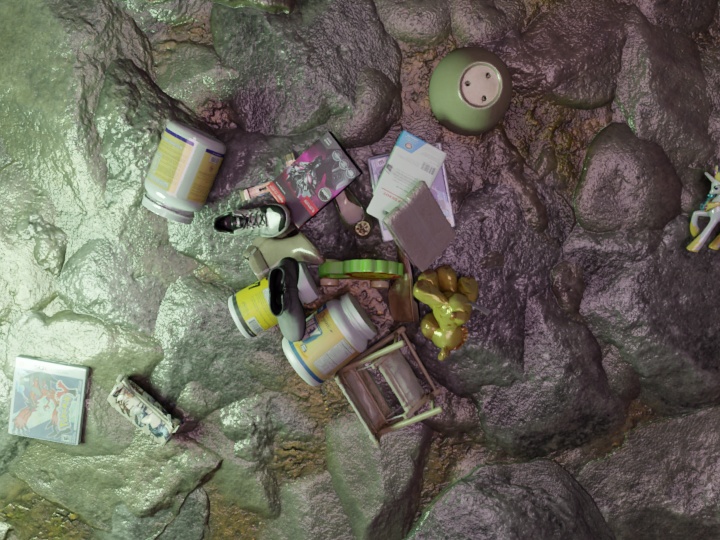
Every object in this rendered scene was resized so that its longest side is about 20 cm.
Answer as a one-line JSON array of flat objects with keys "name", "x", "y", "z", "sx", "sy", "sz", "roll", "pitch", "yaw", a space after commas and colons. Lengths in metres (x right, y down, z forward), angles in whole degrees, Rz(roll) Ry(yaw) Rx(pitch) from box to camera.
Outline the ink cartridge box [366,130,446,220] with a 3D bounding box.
[{"name": "ink cartridge box", "x": 0.102, "y": -0.204, "z": 1.576, "sx": 0.114, "sy": 0.068, "sz": 0.203, "roll": 26, "pitch": 98, "yaw": -6}]

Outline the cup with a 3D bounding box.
[{"name": "cup", "x": 0.258, "y": -0.410, "z": 1.545, "sx": 0.195, "sy": 0.143, "sz": 0.205, "roll": 0, "pitch": 99, "yaw": 0}]

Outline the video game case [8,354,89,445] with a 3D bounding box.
[{"name": "video game case", "x": -0.782, "y": 0.326, "z": 1.714, "sx": 0.178, "sy": 0.023, "sz": 0.205, "roll": 10, "pitch": 99, "yaw": -2}]

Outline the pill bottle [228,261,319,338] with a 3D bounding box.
[{"name": "pill bottle", "x": -0.205, "y": 0.068, "z": 1.632, "sx": 0.197, "sy": 0.114, "sz": 0.116, "roll": -28, "pitch": 98, "yaw": 3}]

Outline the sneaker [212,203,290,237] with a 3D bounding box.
[{"name": "sneaker", "x": -0.254, "y": -0.108, "z": 1.579, "sx": 0.196, "sy": 0.087, "sz": 0.077, "roll": -7, "pitch": 95, "yaw": 30}]

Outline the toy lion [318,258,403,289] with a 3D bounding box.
[{"name": "toy lion", "x": 0.000, "y": 0.000, "z": 1.578, "sx": 0.195, "sy": 0.192, "sz": 0.070, "roll": 2, "pitch": 83, "yaw": 0}]

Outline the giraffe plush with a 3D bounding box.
[{"name": "giraffe plush", "x": 0.206, "y": 0.111, "z": 1.623, "sx": 0.170, "sy": 0.200, "sz": 0.165, "roll": -17, "pitch": 134, "yaw": -36}]

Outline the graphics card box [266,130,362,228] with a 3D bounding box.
[{"name": "graphics card box", "x": -0.106, "y": -0.209, "z": 1.578, "sx": 0.199, "sy": 0.051, "sz": 0.126, "roll": -38, "pitch": 92, "yaw": 11}]

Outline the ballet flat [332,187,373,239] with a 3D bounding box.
[{"name": "ballet flat", "x": -0.033, "y": -0.163, "z": 1.630, "sx": 0.067, "sy": 0.046, "sz": 0.202, "roll": -29, "pitch": 97, "yaw": 3}]

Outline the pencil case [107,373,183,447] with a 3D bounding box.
[{"name": "pencil case", "x": -0.534, "y": 0.343, "z": 1.689, "sx": 0.199, "sy": 0.078, "sz": 0.089, "roll": 42, "pitch": 122, "yaw": -6}]

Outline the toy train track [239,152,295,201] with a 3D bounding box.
[{"name": "toy train track", "x": -0.194, "y": -0.207, "z": 1.630, "sx": 0.196, "sy": 0.033, "sz": 0.117, "roll": -18, "pitch": 98, "yaw": 4}]

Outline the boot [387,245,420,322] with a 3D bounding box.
[{"name": "boot", "x": 0.097, "y": 0.030, "z": 1.650, "sx": 0.074, "sy": 0.074, "sz": 0.204, "roll": -5, "pitch": 105, "yaw": 11}]

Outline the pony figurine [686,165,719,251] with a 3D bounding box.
[{"name": "pony figurine", "x": 0.876, "y": -0.135, "z": 1.601, "sx": 0.189, "sy": 0.167, "sz": 0.204, "roll": 11, "pitch": 114, "yaw": 6}]

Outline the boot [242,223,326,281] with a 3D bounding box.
[{"name": "boot", "x": -0.184, "y": -0.029, "z": 1.595, "sx": 0.146, "sy": 0.200, "sz": 0.071, "roll": -39, "pitch": 133, "yaw": -10}]

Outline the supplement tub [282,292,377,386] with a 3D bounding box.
[{"name": "supplement tub", "x": -0.073, "y": 0.162, "z": 1.631, "sx": 0.199, "sy": 0.145, "sz": 0.146, "roll": -38, "pitch": 97, "yaw": 5}]

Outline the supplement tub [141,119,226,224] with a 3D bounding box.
[{"name": "supplement tub", "x": -0.407, "y": -0.224, "z": 1.569, "sx": 0.143, "sy": 0.145, "sz": 0.203, "roll": 25, "pitch": 98, "yaw": -4}]

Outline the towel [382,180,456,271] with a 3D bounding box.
[{"name": "towel", "x": 0.137, "y": -0.098, "z": 1.559, "sx": 0.133, "sy": 0.034, "sz": 0.201, "roll": -46, "pitch": 133, "yaw": -8}]

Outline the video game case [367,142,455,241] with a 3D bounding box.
[{"name": "video game case", "x": 0.122, "y": -0.186, "z": 1.632, "sx": 0.178, "sy": 0.023, "sz": 0.204, "roll": -12, "pitch": 99, "yaw": 1}]

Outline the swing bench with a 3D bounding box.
[{"name": "swing bench", "x": 0.069, "y": 0.281, "z": 1.663, "sx": 0.198, "sy": 0.130, "sz": 0.201, "roll": -29, "pitch": 99, "yaw": 10}]

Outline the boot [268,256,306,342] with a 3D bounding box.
[{"name": "boot", "x": -0.170, "y": 0.079, "z": 1.505, "sx": 0.068, "sy": 0.132, "sz": 0.204, "roll": -6, "pitch": 104, "yaw": 9}]
